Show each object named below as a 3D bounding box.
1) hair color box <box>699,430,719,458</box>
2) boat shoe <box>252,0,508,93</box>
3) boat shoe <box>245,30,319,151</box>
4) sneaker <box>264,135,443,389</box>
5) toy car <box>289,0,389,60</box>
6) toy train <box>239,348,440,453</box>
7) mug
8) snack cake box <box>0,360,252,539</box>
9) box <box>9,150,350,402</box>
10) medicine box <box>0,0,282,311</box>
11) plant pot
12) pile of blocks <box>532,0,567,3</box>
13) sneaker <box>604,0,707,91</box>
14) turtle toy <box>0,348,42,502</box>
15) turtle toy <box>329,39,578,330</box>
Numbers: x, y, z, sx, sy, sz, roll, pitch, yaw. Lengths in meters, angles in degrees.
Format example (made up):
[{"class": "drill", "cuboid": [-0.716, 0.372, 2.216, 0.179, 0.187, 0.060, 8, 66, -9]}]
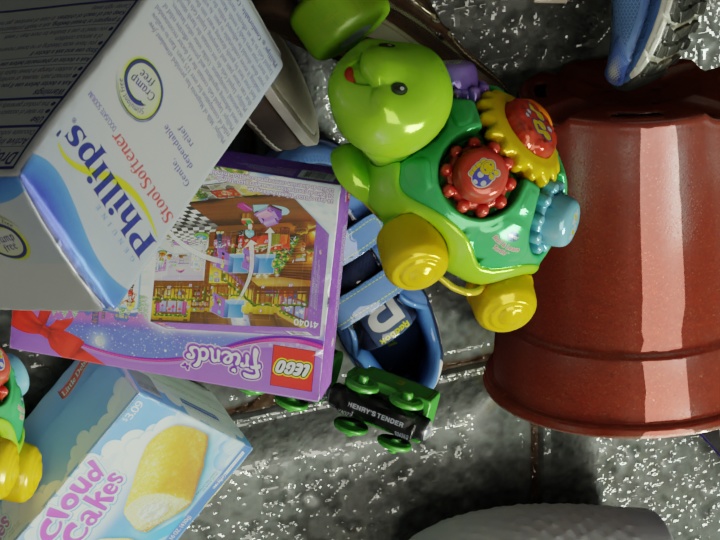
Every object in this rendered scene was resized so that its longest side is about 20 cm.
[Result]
[{"class": "hair color box", "cuboid": [0.308, 0.115, 1.666, 0.109, 0.065, 0.200, -42, 154, 4]}, {"class": "boat shoe", "cuboid": [0.025, -0.152, 1.471, 0.202, 0.074, 0.075, 26, 77, -43]}, {"class": "boat shoe", "cuboid": [-0.093, -0.140, 1.434, 0.059, 0.072, 0.200, -26, 130, 15]}, {"class": "sneaker", "cuboid": [0.000, 0.000, 1.533, 0.074, 0.082, 0.201, -32, 122, 0]}, {"class": "toy car", "cuboid": [-0.020, -0.230, 1.302, 0.157, 0.200, 0.165, -35, 84, 0]}, {"class": "toy train", "cuboid": [-0.043, 0.061, 1.510, 0.199, 0.056, 0.042, 21, 109, 13]}, {"class": "mug", "cuboid": [0.119, 0.247, 1.640, 0.174, 0.200, 0.149, 5, 120, -16]}, {"class": "snack cake box", "cuboid": [-0.179, 0.150, 1.540, 0.200, 0.067, 0.115, -50, 137, 10]}, {"class": "box", "cuboid": [-0.110, -0.006, 1.450, 0.198, 0.039, 0.138, 10, 108, 9]}, {"class": "medicine box", "cuboid": [-0.174, -0.082, 1.319, 0.103, 0.181, 0.201, 57, 50, -34]}, {"class": "plant pot", "cuboid": [0.174, -0.024, 1.533, 0.199, 0.201, 0.197, -9, 111, -16]}, {"class": "pile of blocks", "cuboid": [0.084, -0.232, 1.455, 0.199, 0.062, 0.082, 35, 101, -32]}, {"class": "sneaker", "cuboid": [0.169, -0.211, 1.472, 0.088, 0.078, 0.202, 10, 97, 22]}, {"class": "turtle toy", "cuboid": [-0.260, 0.073, 1.422, 0.144, 0.200, 0.102, 13, 83, 3]}, {"class": "turtle toy", "cuboid": [0.052, -0.064, 1.389, 0.199, 0.147, 0.101, 26, 127, -39]}]
